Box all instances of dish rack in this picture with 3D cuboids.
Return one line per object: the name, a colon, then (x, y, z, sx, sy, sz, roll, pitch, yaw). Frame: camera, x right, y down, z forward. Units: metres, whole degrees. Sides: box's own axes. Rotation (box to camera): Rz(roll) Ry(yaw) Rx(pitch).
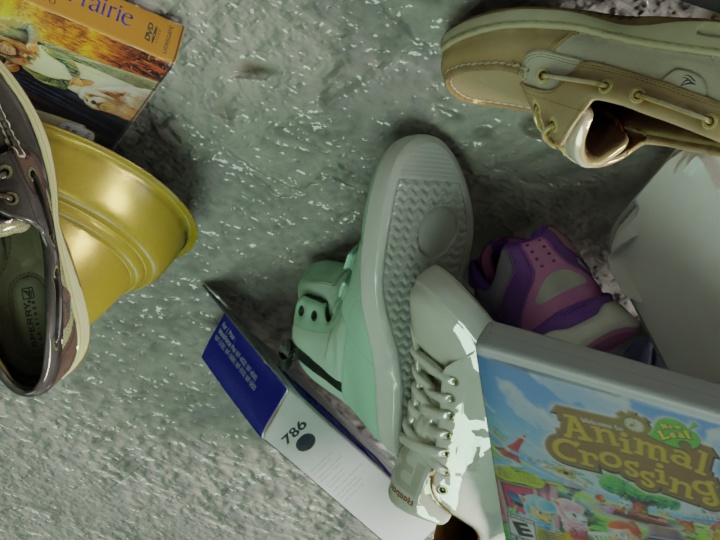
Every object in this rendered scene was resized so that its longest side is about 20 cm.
dish rack: (0.197, 0.025, 1.269, 0.043, 0.200, 0.172, -15, 159, -26)

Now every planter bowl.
planter bowl: (-0.199, -0.013, 1.394, 0.200, 0.084, 0.200, 15, 160, 6)

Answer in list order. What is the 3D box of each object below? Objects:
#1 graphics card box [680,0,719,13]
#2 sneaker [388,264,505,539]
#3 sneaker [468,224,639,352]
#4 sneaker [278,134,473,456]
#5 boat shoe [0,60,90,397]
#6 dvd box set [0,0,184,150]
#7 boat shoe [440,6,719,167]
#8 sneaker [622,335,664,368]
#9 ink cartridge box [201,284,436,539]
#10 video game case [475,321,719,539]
graphics card box: (0.157, -0.175, 1.104, 0.200, 0.051, 0.126, 15, 148, -7)
sneaker: (0.051, 0.090, 1.357, 0.073, 0.085, 0.200, 39, 155, 48)
sneaker: (0.094, 0.026, 1.411, 0.089, 0.080, 0.200, 59, 164, 6)
sneaker: (0.000, 0.000, 1.398, 0.118, 0.074, 0.201, 33, 132, 42)
boat shoe: (-0.191, -0.029, 1.289, 0.073, 0.065, 0.200, -20, 105, 5)
dvd box set: (-0.211, -0.124, 1.319, 0.200, 0.029, 0.146, 23, 146, -17)
boat shoe: (0.116, -0.084, 1.201, 0.200, 0.069, 0.074, 5, 164, 40)
sneaker: (0.233, 0.103, 1.478, 0.200, 0.074, 0.082, 26, 149, -16)
ink cartridge box: (-0.035, 0.096, 1.534, 0.039, 0.099, 0.200, -43, 129, 1)
video game case: (0.161, 0.116, 1.282, 0.200, 0.022, 0.182, 16, 143, 23)
